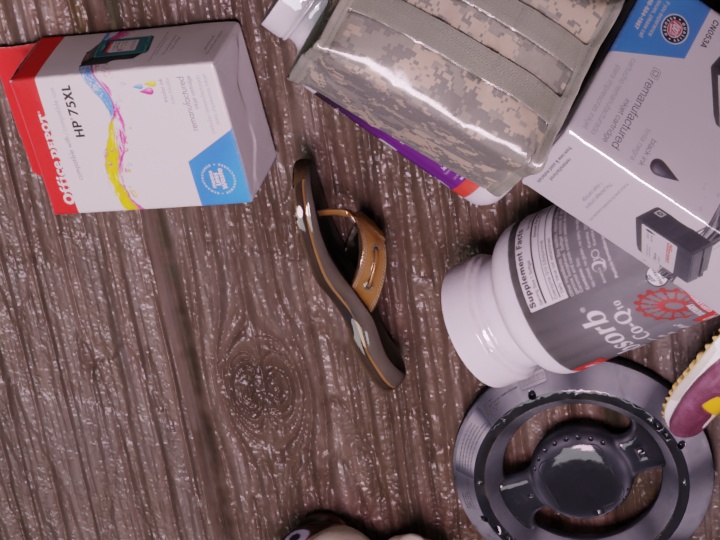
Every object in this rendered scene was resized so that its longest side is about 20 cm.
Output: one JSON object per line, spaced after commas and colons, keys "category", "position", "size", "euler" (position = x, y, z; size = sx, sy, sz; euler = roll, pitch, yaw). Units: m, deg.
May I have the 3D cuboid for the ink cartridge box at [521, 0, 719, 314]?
{"category": "ink cartridge box", "position": [0.227, -0.072, 1.464], "size": [0.199, 0.145, 0.084], "euler": [33, 151, -4]}

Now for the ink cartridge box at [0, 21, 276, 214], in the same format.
{"category": "ink cartridge box", "position": [-0.173, -0.107, 1.638], "size": [0.199, 0.067, 0.117], "euler": [-4, 122, 19]}

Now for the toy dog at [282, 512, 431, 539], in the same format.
{"category": "toy dog", "position": [0.020, 0.269, 1.815], "size": [0.199, 0.140, 0.194], "euler": [29, 163, -6]}

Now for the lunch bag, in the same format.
{"category": "lunch bag", "position": [0.076, -0.174, 1.421], "size": [0.163, 0.201, 0.118], "euler": [29, 166, -7]}

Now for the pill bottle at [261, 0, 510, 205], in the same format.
{"category": "pill bottle", "position": [0.036, -0.140, 1.526], "size": [0.199, 0.113, 0.113], "euler": [34, 126, -7]}

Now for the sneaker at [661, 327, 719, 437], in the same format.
{"category": "sneaker", "position": [0.291, 0.067, 1.602], "size": [0.090, 0.075, 0.200], "euler": [41, 131, 10]}

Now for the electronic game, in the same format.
{"category": "electronic game", "position": [0.169, 0.151, 1.729], "size": [0.199, 0.042, 0.201], "euler": [4, 119, 7]}

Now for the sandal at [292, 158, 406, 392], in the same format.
{"category": "sandal", "position": [0.000, 0.000, 1.657], "size": [0.054, 0.082, 0.201], "euler": [-21, 115, 9]}

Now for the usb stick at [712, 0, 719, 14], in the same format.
{"category": "usb stick", "position": [0.311, -0.112, 1.512], "size": [0.200, 0.033, 0.055], "euler": [35, 136, -9]}

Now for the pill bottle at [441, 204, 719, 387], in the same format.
{"category": "pill bottle", "position": [0.163, 0.004, 1.584], "size": [0.199, 0.116, 0.116], "euler": [-25, 114, 30]}
